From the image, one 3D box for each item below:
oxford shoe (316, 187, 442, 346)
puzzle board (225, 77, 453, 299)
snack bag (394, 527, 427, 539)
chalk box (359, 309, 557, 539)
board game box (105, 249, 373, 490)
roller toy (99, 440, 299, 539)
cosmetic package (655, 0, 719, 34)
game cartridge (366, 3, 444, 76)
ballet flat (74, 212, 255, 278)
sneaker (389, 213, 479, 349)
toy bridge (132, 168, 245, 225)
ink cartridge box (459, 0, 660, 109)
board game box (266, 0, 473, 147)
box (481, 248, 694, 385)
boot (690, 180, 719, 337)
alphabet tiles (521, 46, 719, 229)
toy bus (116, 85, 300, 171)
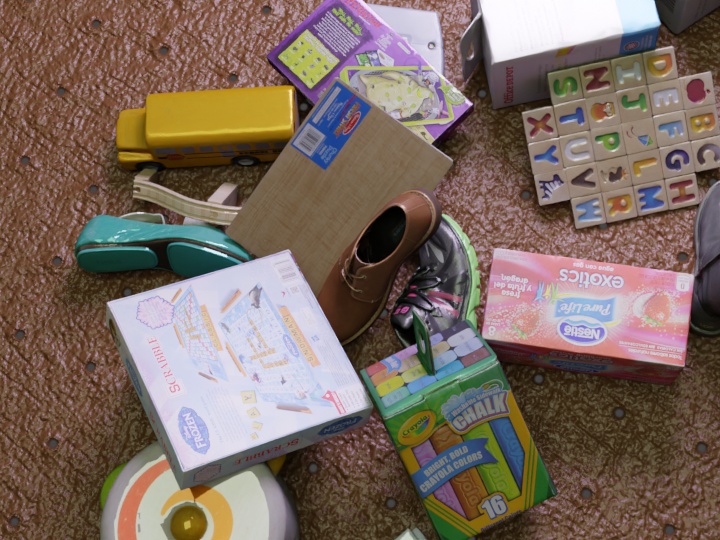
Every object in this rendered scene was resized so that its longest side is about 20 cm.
[{"bbox_3d":[0.000,0.000,1.434,0.071,0.071,0.200,41,116,17],"label":"oxford shoe"},{"bbox_3d":[-0.022,-0.076,1.474,0.150,0.017,0.200,35,101,-9],"label":"puzzle board"},{"bbox_3d":[0.039,0.385,1.394,0.188,0.021,0.200,-37,74,-5],"label":"snack bag"},{"bbox_3d":[0.083,0.135,1.360,0.123,0.125,0.201,-26,108,-1],"label":"chalk box"},{"bbox_3d":[-0.119,0.091,1.385,0.199,0.041,0.201,-16,58,-23],"label":"board game box"},{"bbox_3d":[-0.152,0.252,1.389,0.199,0.140,0.183,-17,74,1],"label":"roller toy"},{"bbox_3d":[0.369,-0.393,1.499,0.199,0.165,0.165,-34,73,-5],"label":"cosmetic package"},{"bbox_3d":[0.022,-0.189,1.548,0.133,0.040,0.201,8,76,12],"label":"game cartridge"},{"bbox_3d":[-0.203,-0.033,1.516,0.199,0.068,0.071,4,55,5],"label":"ballet flat"},{"bbox_3d":[0.072,0.033,1.450,0.083,0.077,0.201,5,72,-22],"label":"sneaker"},{"bbox_3d":[-0.146,-0.070,1.514,0.199,0.067,0.027,11,113,9],"label":"toy bridge"},{"bbox_3d":[0.197,-0.262,1.500,0.199,0.129,0.126,-11,73,2],"label":"ink cartridge box"},{"bbox_3d":[0.009,-0.199,1.520,0.120,0.032,0.200,-44,76,-2],"label":"board game box"},{"bbox_3d":[0.224,0.048,1.427,0.199,0.103,0.095,8,76,7],"label":"box"},{"bbox_3d":[0.366,-0.027,1.379,0.072,0.200,0.183,8,76,7],"label":"boot"},{"bbox_3d":[0.273,-0.136,1.480,0.199,0.006,0.167,-12,101,3],"label":"alphabet tiles"},{"bbox_3d":[-0.165,-0.152,1.534,0.199,0.078,0.066,-3,74,5],"label":"toy bus"}]
